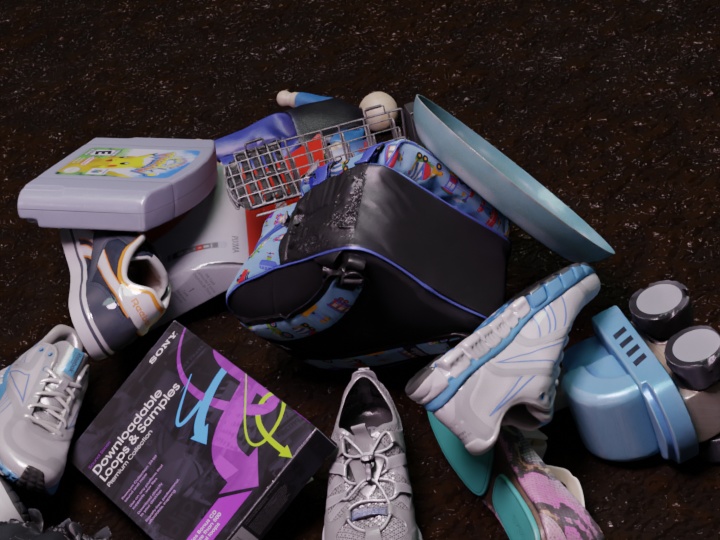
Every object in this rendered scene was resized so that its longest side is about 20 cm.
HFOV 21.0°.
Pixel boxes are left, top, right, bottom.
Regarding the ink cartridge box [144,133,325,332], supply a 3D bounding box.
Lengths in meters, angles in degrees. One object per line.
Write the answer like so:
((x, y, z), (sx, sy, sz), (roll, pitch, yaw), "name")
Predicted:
((-0.124, -0.047, 1.733), (0.199, 0.050, 0.163), (-30, 33, 14), "ink cartridge box")

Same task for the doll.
((-0.058, -0.135, 1.893), (0.199, 0.049, 0.137), (-18, 37, -10), "doll")

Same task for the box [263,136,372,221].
((-0.036, -0.033, 1.734), (0.136, 0.038, 0.201), (-18, 35, 7), "box")

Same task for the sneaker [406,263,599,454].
((0.120, 0.068, 1.433), (0.200, 0.087, 0.075), (-37, -1, -37), "sneaker")

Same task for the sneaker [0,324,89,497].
((-0.252, 0.101, 1.545), (0.087, 0.075, 0.200), (-50, 23, 15), "sneaker")

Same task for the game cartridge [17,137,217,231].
((-0.200, -0.078, 1.692), (0.132, 0.041, 0.200), (6, 19, 11), "game cartridge")

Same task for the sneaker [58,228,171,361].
((-0.204, -0.001, 1.643), (0.079, 0.079, 0.200), (-27, 35, 4), "sneaker")

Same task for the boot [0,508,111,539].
((-0.231, 0.252, 1.380), (0.161, 0.074, 0.198), (10, 33, 23), "boot")

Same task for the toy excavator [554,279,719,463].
((0.171, 0.090, 1.491), (0.199, 0.100, 0.195), (-25, 35, -5), "toy excavator")

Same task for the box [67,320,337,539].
((-0.127, 0.139, 1.493), (0.143, 0.036, 0.200), (-51, 44, -7), "box")

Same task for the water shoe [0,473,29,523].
((-0.339, 0.165, 1.532), (0.079, 0.072, 0.200), (-39, 39, -19), "water shoe")

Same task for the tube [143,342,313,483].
((-0.115, 0.127, 1.550), (0.052, 0.058, 0.200), (20, 18, -40), "tube")

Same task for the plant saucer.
((0.115, -0.067, 1.529), (0.027, 0.200, 0.200), (-51, 38, 9), "plant saucer")

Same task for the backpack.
((0.000, 0.000, 1.547), (0.199, 0.182, 0.135), (-20, 50, 46), "backpack")

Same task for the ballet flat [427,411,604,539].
((0.119, 0.151, 1.444), (0.071, 0.070, 0.200), (-5, 35, -25), "ballet flat")

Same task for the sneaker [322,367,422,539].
((0.001, 0.154, 1.445), (0.074, 0.082, 0.200), (-10, 35, 1), "sneaker")

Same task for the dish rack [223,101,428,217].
((-0.015, -0.084, 1.658), (0.199, 0.055, 0.154), (-15, 23, -4), "dish rack")

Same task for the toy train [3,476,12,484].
((-0.312, 0.114, 1.627), (0.046, 0.034, 0.200), (-19, 36, -17), "toy train")
